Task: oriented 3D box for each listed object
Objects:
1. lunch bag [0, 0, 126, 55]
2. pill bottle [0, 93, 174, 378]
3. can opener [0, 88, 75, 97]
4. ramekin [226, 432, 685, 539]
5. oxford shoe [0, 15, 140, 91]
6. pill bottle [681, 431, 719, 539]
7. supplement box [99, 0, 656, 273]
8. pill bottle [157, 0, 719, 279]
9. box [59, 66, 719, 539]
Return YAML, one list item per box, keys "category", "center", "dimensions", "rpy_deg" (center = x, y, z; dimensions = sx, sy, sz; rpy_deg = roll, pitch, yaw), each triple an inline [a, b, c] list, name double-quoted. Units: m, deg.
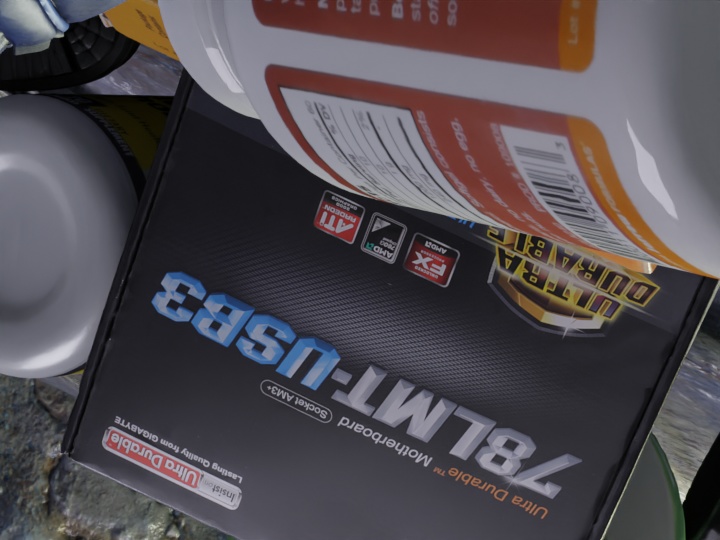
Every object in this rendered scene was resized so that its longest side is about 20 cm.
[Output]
- category: "lunch bag"
  center: [-0.124, -0.122, 0.602]
  dimensions: [0.200, 0.132, 0.136]
  rpy_deg: [66, -179, -74]
- category: "pill bottle"
  center: [-0.085, -0.017, 1.045]
  dimensions: [0.112, 0.112, 0.200]
  rpy_deg: [22, -166, 28]
- category: "can opener"
  center: [-0.145, -0.047, 1.308]
  dimensions: [0.053, 0.067, 0.200]
  rpy_deg: [19, 164, 42]
- category: "ramekin"
  center: [0.042, 0.121, 1.062]
  dimensions: [0.200, 0.200, 0.098]
  rpy_deg: [26, 148, 8]
- category: "oxford shoe"
  center: [-0.150, -0.114, 1.029]
  dimensions: [0.200, 0.073, 0.084]
  rpy_deg: [16, -172, 41]
- category: "pill bottle"
  center: [0.242, 0.137, 1.098]
  dimensions: [0.200, 0.112, 0.112]
  rpy_deg: [27, 170, -1]
- category: "supplement box"
  center: [0.012, -0.073, 0.766]
  dimensions: [0.200, 0.069, 0.067]
  rpy_deg: [23, 169, 14]
- category: "pill bottle"
  center: [0.039, -0.066, 0.589]
  dimensions: [0.112, 0.112, 0.200]
  rpy_deg: [34, 169, -37]
- category: "box"
  center: [0.012, 0.019, 0.889]
  dimensions: [0.200, 0.199, 0.050]
  rpy_deg: [26, -155, 8]
